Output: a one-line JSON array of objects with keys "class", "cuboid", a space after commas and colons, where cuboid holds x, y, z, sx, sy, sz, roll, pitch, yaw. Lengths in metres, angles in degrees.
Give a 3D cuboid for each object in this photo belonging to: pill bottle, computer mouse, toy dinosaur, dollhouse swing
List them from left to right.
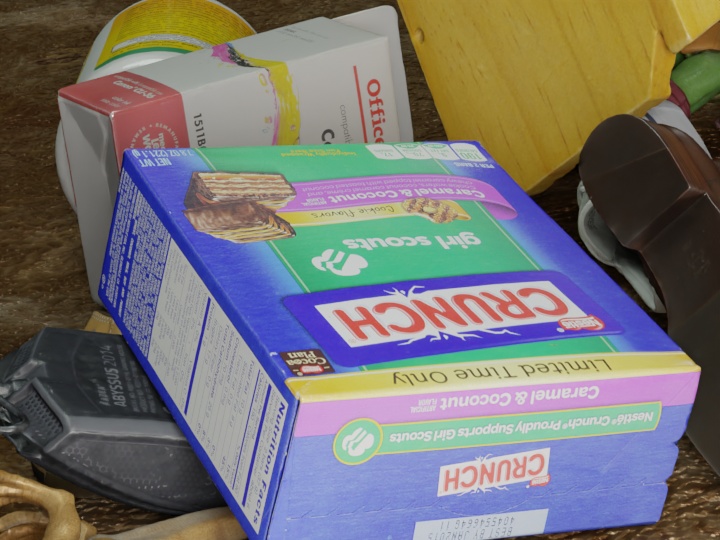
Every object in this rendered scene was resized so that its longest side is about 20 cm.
[{"class": "toy dinosaur", "cuboid": [-0.093, 0.114, 0.982, 0.106, 0.061, 0.200, 35, 43, 25]}, {"class": "computer mouse", "cuboid": [-0.094, 0.061, 1.059, 0.199, 0.053, 0.139, 8, 26, -13]}, {"class": "pill bottle", "cuboid": [-0.104, -0.090, 1.457, 0.112, 0.113, 0.200, -7, 19, 3]}, {"class": "dollhouse swing", "cuboid": [0.146, -0.155, 1.322, 0.175, 0.182, 0.200, -11, -15, -34]}]

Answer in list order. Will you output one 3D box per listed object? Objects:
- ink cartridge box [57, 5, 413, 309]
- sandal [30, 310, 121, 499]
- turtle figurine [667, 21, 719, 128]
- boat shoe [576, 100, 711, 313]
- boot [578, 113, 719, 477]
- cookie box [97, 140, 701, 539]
[{"class": "ink cartridge box", "cuboid": [-0.044, -0.057, 1.328, 0.199, 0.117, 0.067, -19, 23, -27]}, {"class": "sandal", "cuboid": [-0.088, 0.032, 1.161, 0.081, 0.055, 0.200, 1, 34, 28]}, {"class": "turtle figurine", "cuboid": [0.175, -0.146, 1.417, 0.194, 0.200, 0.144, -34, 57, -8]}, {"class": "boat shoe", "cuboid": [0.135, -0.034, 1.258, 0.066, 0.074, 0.200, -12, 19, -10]}, {"class": "boot", "cuboid": [0.187, 0.022, 1.088, 0.064, 0.187, 0.200, -33, -24, 26]}, {"class": "cookie box", "cuboid": [0.009, 0.024, 1.032, 0.170, 0.076, 0.200, -3, 30, -25]}]
